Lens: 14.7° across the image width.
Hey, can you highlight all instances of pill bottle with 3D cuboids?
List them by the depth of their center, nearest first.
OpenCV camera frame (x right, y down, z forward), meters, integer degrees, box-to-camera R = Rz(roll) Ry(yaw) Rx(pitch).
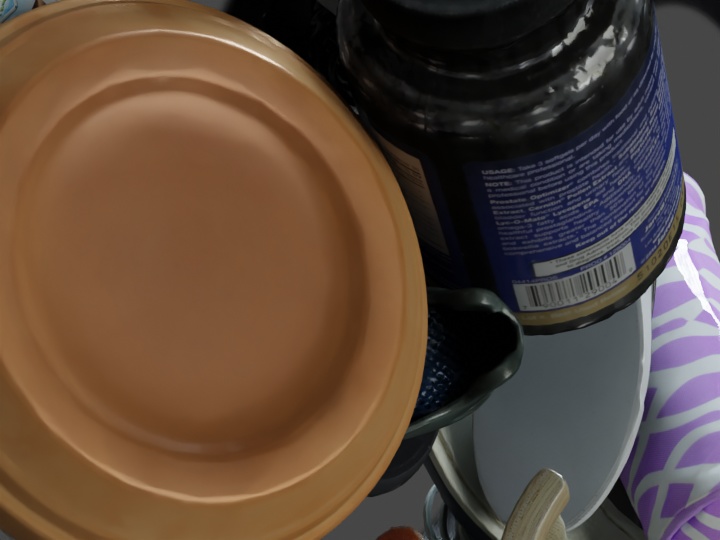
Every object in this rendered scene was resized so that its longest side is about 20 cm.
[{"bbox_3d":[0.053,-0.069,0.990,0.200,0.111,0.112,70,37,-58],"label":"pill bottle"}]

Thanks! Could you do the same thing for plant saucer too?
[{"bbox_3d":[-0.061,0.002,0.908,0.199,0.037,0.201,8,72,-27],"label":"plant saucer"}]

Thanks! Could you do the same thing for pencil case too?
[{"bbox_3d":[0.140,0.044,1.189,0.085,0.084,0.200,6,46,-26],"label":"pencil case"}]

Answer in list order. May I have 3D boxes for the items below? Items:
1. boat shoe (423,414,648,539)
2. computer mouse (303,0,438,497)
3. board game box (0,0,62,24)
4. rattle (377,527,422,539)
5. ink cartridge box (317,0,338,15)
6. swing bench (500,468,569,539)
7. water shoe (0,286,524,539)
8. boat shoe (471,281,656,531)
[{"bbox_3d":[0.068,0.096,1.180,0.200,0.062,0.075,48,63,-15],"label":"boat shoe"},{"bbox_3d":[0.000,0.000,1.104,0.138,0.053,0.201,36,54,-34],"label":"computer mouse"},{"bbox_3d":[-0.143,-0.005,0.927,0.126,0.035,0.201,44,57,-43],"label":"board game box"},{"bbox_3d":[-0.025,0.189,1.053,0.200,0.130,0.144,-45,142,-75],"label":"rattle"},{"bbox_3d":[0.005,-0.180,1.052,0.200,0.085,0.146,35,47,-49],"label":"ink cartridge box"},{"bbox_3d":[0.145,0.195,1.054,0.199,0.199,0.130,74,32,-54],"label":"swing bench"},{"bbox_3d":[-0.038,0.042,0.981,0.199,0.079,0.072,-19,86,-23],"label":"water shoe"},{"bbox_3d":[0.091,0.007,1.138,0.066,0.070,0.201,4,91,-72],"label":"boat shoe"}]
